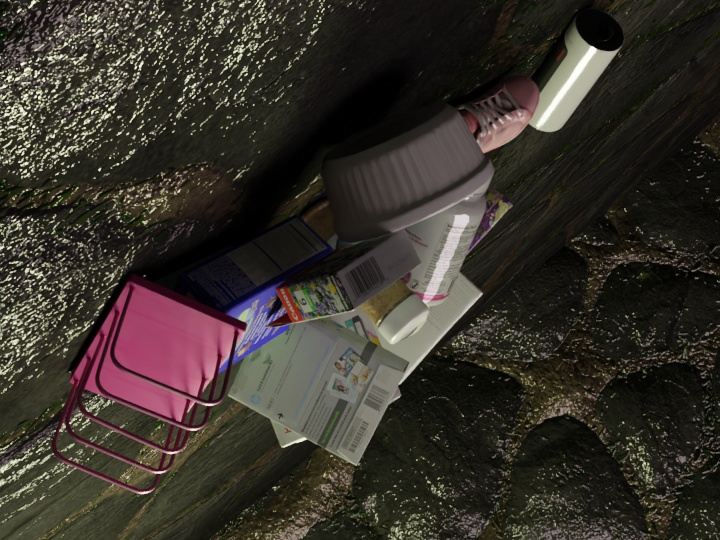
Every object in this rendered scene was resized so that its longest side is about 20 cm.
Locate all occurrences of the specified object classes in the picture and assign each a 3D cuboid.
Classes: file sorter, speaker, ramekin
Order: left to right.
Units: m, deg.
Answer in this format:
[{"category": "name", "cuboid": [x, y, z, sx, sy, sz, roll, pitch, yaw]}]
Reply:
[{"category": "file sorter", "cuboid": [-0.235, 0.132, 1.406, 0.200, 0.138, 0.126, -52, -160, 41]}, {"category": "ramekin", "cuboid": [0.046, -0.118, 1.481, 0.201, 0.095, 0.202, -23, -166, 6]}, {"category": "speaker", "cuboid": [0.311, -0.295, 1.911, 0.081, 0.081, 0.200, -34, 167, -33]}]

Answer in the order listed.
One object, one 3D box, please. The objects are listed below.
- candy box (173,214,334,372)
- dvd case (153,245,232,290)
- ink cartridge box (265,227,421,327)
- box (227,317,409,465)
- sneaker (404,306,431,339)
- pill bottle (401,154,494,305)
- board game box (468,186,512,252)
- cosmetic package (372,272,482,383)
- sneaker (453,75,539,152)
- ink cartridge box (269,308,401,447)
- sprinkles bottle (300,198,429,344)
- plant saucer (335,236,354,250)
[{"category": "candy box", "cuboid": [-0.145, 0.040, 1.534, 0.200, 0.077, 0.169, -30, 160, -43]}, {"category": "dvd case", "cuboid": [-0.237, 0.059, 1.545, 0.146, 0.022, 0.200, -29, 164, -48]}, {"category": "ink cartridge box", "cuboid": [-0.032, 0.011, 1.469, 0.109, 0.051, 0.200, -33, -169, -33]}, {"category": "box", "cuboid": [-0.057, 0.144, 1.707, 0.157, 0.199, 0.041, -64, 176, 21]}, {"category": "sneaker", "cuboid": [0.059, 0.021, 1.852, 0.086, 0.077, 0.201, -34, 145, -48]}, {"category": "pill bottle", "cuboid": [0.096, -0.065, 1.687, 0.113, 0.113, 0.201, -25, 143, -54]}, {"category": "board game box", "cuboid": [0.140, -0.088, 1.932, 0.120, 0.032, 0.200, -51, -154, 2]}, {"category": "cosmetic package", "cuboid": [0.071, 0.056, 2.108, 0.200, 0.123, 0.199, -49, -168, 1]}, {"category": "sneaker", "cuboid": [0.172, -0.207, 1.777, 0.200, 0.076, 0.105, -36, 173, -8]}, {"category": "ink cartridge box", "cuboid": [-0.061, 0.123, 1.823, 0.146, 0.201, 0.146, -24, 175, 20]}, {"category": "sprinkles bottle", "cuboid": [0.000, 0.000, 1.658, 0.068, 0.200, 0.068, -40, 168, -10]}, {"category": "plant saucer", "cuboid": [0.013, -0.081, 1.609, 0.069, 0.019, 0.200, -15, -155, 17]}]
